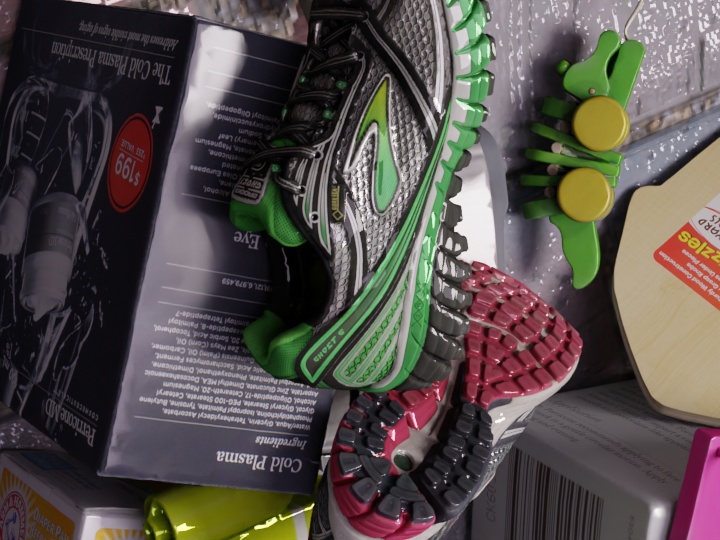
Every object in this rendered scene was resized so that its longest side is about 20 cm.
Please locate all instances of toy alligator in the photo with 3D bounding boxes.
[{"bbox_3d":[0.125,-0.092,0.936,0.054,0.059,0.202,12,95,10],"label":"toy alligator"}]

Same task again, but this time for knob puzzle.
[{"bbox_3d":[0.231,0.019,0.959,0.219,0.220,0.031,-33,152,-20],"label":"knob puzzle"}]

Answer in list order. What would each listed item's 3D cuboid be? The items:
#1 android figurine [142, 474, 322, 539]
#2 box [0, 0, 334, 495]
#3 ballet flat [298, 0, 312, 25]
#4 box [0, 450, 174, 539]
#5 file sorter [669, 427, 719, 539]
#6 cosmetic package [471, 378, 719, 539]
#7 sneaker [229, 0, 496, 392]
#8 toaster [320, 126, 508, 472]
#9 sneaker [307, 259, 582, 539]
[{"bbox_3d":[-0.047,0.172,0.771,0.199,0.041,0.183,-18,109,-30],"label":"android figurine"},{"bbox_3d":[-0.089,-0.018,0.739,0.103,0.200,0.184,9,95,-32],"label":"box"},{"bbox_3d":[-0.019,-0.220,0.828,0.063,0.067,0.202,13,93,-4],"label":"ballet flat"},{"bbox_3d":[-0.128,0.199,0.812,0.101,0.112,0.202,9,95,-33],"label":"box"},{"bbox_3d":[0.263,0.168,0.826,0.199,0.125,0.140,6,101,-32],"label":"file sorter"},{"bbox_3d":[0.187,0.163,0.952,0.199,0.165,0.166,-7,107,-28],"label":"cosmetic package"},{"bbox_3d":[-0.003,-0.048,0.622,0.085,0.078,0.202,-5,103,-29],"label":"sneaker"},{"bbox_3d":[0.000,0.000,0.846,0.128,0.113,0.202,-10,106,-25],"label":"toaster"},{"bbox_3d":[0.032,0.063,0.746,0.200,0.080,0.075,-42,164,-49],"label":"sneaker"}]
